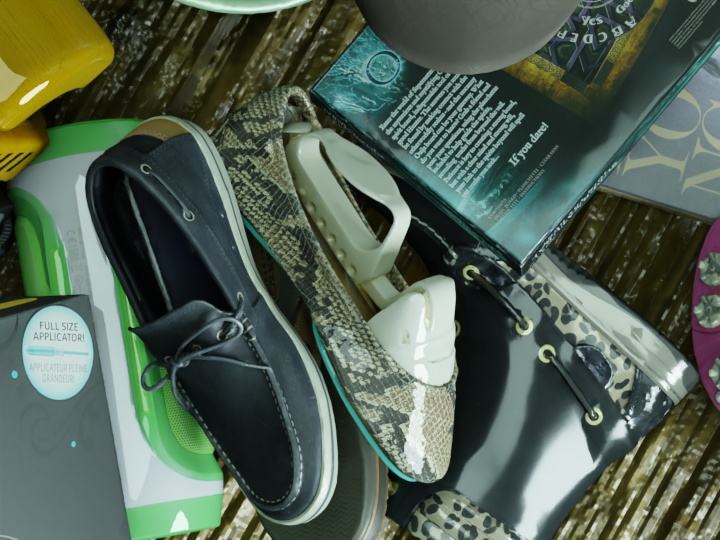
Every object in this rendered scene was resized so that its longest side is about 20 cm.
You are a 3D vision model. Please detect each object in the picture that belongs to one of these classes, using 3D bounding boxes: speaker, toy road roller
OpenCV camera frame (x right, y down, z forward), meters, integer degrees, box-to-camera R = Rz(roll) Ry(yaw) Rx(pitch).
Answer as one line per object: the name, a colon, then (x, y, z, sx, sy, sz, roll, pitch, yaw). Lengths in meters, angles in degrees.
speaker: (-0.120, 0.031, 1.207, 0.088, 0.088, 0.201, -10, 84, 0)
toy road roller: (-0.199, -0.083, 1.101, 0.146, 0.200, 0.123, -42, 86, 10)

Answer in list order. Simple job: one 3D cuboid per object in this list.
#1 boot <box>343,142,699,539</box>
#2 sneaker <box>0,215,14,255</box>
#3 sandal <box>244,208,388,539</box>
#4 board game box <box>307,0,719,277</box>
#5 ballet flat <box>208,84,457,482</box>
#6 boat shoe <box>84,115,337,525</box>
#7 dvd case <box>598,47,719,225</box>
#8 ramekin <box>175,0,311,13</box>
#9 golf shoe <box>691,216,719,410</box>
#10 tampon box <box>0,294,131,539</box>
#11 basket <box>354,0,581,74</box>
boot: (0.043, 0.048, 1.212, 0.203, 0.073, 0.154, 37, 89, 5)
sneaker: (-0.222, -0.098, 1.226, 0.083, 0.071, 0.200, -28, 82, 8)
sandal: (-0.040, 0.045, 1.201, 0.082, 0.055, 0.201, -15, 78, 35)
board game box: (0.090, -0.116, 1.180, 0.135, 0.028, 0.200, 40, 84, 11)
ballet flat: (0.000, 0.000, 1.156, 0.075, 0.068, 0.200, -38, 76, 30)
boat shoe: (-0.072, 0.027, 1.142, 0.075, 0.062, 0.200, -22, 90, 38)
dvd case: (0.189, -0.097, 1.251, 0.200, 0.016, 0.149, 17, 85, 3)
ramekin: (-0.068, -0.229, 1.191, 0.200, 0.098, 0.201, -7, 106, -24)
golf shoe: (0.218, 0.064, 1.211, 0.075, 0.091, 0.200, -23, 70, 27)
tampon box: (-0.198, 0.122, 1.126, 0.126, 0.150, 0.201, -3, 100, 43)
basket: (0.042, -0.166, 1.076, 0.180, 0.200, 0.136, 38, 84, 9)
